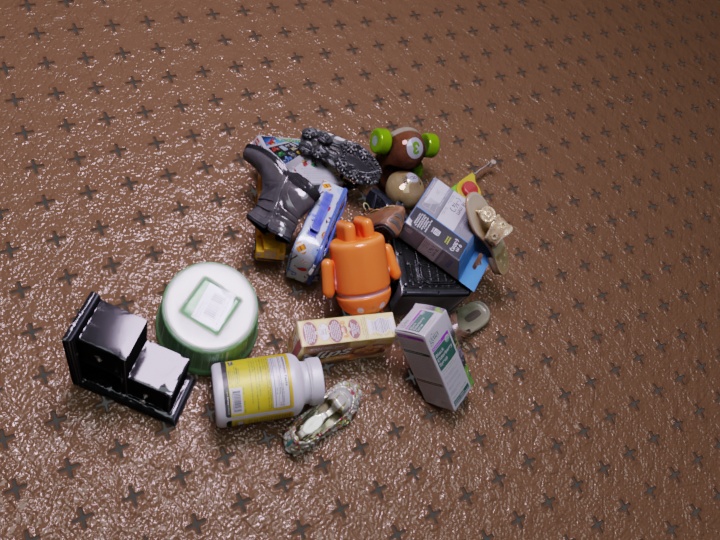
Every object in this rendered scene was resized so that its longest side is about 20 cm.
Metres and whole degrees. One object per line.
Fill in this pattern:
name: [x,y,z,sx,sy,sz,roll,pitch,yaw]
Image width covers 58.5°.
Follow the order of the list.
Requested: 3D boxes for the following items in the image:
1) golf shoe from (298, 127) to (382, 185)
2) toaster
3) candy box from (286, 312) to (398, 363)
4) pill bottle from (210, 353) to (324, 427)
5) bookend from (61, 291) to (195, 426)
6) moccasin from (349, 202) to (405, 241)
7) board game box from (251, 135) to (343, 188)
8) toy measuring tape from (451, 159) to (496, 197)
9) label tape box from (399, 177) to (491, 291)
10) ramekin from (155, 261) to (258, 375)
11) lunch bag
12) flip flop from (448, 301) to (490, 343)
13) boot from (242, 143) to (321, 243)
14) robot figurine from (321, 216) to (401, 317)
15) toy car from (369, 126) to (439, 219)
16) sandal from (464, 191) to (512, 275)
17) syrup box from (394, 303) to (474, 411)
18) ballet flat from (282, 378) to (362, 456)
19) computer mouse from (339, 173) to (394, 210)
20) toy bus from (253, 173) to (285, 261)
golf shoe: [-0.038,-0.256,1.414,0.197,0.079,0.095,30,13,-1]
toaster: [0.143,-0.011,1.390,0.195,0.119,0.185,0,65,-19]
candy box: [-0.037,0.135,1.255,0.195,0.116,0.057,-3,64,-20]
pill bottle: [-0.168,0.213,1.165,0.195,0.113,0.115,-5,66,-16]
bookend: [-0.378,0.155,1.079,0.196,0.199,0.094,24,56,-6]
moccasin: [0.023,-0.097,1.349,0.073,0.200,0.079,39,63,-16]
board game box: [-0.134,-0.230,1.405,0.198,0.035,0.128,-9,64,-52]
toy measuring tape: [0.280,-0.199,1.563,0.199,0.074,0.074,-36,79,-30]
label tape box: [0.195,-0.077,1.335,0.198,0.064,0.145,35,59,1]
ramekin: [-0.283,0.084,1.206,0.195,0.098,0.205,8,62,-15]
lunch bag: [-0.089,-0.076,1.318,0.074,0.161,0.203,22,59,-5]
flip flop: [0.211,0.121,1.383,0.198,0.058,0.082,-28,76,-29]
boot: [-0.186,-0.152,1.259,0.198,0.070,0.133,35,82,21]
robot figurine: [0.002,0.000,1.260,0.143,0.114,0.205,-29,115,-57]
toy car: [0.105,-0.200,1.441,0.161,0.158,0.204,-2,58,-30]
sandal: [0.285,-0.077,1.321,0.078,0.068,0.214,-54,130,-32]
syrup box: [0.146,0.170,1.260,0.079,0.080,0.203,-45,126,-32]
ballet flat: [-0.062,0.272,1.209,0.076,0.064,0.199,45,59,8]
computer mouse: [0.015,-0.169,1.429,0.033,0.060,0.200,-7,38,-37]
toy bus: [-0.186,-0.115,1.341,0.063,0.079,0.203,6,48,-15]
